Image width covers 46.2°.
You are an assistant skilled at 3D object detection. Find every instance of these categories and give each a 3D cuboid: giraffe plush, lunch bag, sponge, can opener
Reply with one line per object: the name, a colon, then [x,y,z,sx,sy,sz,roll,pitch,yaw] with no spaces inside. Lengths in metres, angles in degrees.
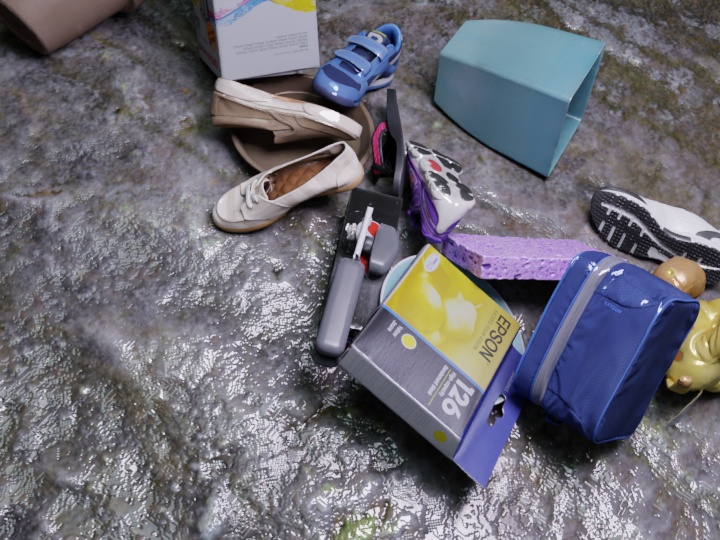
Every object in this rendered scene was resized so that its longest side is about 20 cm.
giraffe plush: [0.392,0.058,1.016,0.200,0.172,0.163,-41,55,6]
lunch bag: [0.257,0.085,0.924,0.132,0.202,0.135,34,15,36]
sponge: [0.210,-0.016,1.030,0.197,0.030,0.112,1,15,-20]
can opener: [-0.004,0.014,0.931,0.066,0.053,0.202,19,56,1]

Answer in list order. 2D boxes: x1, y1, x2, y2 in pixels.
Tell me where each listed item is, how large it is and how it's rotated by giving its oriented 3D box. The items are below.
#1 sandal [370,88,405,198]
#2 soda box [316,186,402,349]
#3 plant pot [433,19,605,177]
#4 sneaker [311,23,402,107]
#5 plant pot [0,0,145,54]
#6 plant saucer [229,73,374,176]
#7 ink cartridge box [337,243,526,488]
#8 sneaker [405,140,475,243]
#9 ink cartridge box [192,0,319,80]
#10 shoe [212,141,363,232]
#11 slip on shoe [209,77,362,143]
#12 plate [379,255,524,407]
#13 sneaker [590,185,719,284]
sandal: [0.033,-0.165,1.127,0.044,0.076,0.202,-1,49,-4]
soda box: [0.000,0.000,1.011,0.070,0.064,0.202,14,56,-2]
plant pot: [0.213,-0.261,1.185,0.198,0.142,0.142,26,55,16]
sneaker: [-0.002,-0.287,1.164,0.074,0.083,0.200,34,38,6]
plant pot: [-0.408,-0.392,1.139,0.199,0.201,0.175,34,76,12]
plant saucer: [-0.079,-0.186,1.142,0.197,0.030,0.202,5,56,-7]
ink cartridge box: [0.101,0.095,0.914,0.199,0.047,0.198,39,44,1]
sneaker: [0.083,-0.102,1.072,0.080,0.084,0.201,22,26,-14]
ink cartridge box: [-0.146,-0.374,1.128,0.143,0.202,0.145,-14,31,-18]
shoe: [-0.095,-0.106,1.035,0.198,0.054,0.071,-21,60,4]
slip on shoe: [-0.098,-0.192,1.092,0.197,0.076,0.061,15,94,-11]
plate: [0.105,0.071,0.983,0.198,0.026,0.202,19,48,-22]
sneaker: [0.400,-0.056,1.132,0.198,0.074,0.080,30,42,4]
